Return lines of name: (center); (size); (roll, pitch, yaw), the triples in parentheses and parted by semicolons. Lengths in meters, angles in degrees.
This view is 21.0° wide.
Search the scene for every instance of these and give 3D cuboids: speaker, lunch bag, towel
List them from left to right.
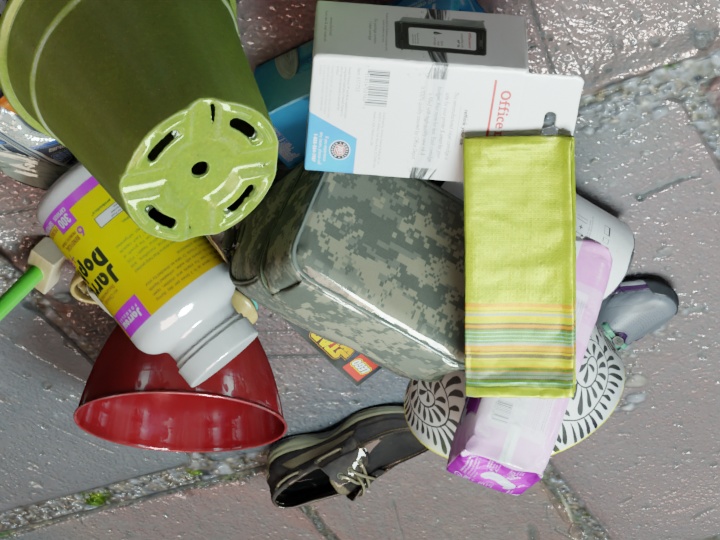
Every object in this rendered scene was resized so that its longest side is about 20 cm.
lunch bag: (0.000, 0.000, 1.573); (0.199, 0.140, 0.167); (29, 155, -19)
towel: (0.120, -0.001, 1.453); (0.085, 0.018, 0.202); (-2, 104, -1)
speaker: (0.136, -0.049, 1.645); (0.199, 0.082, 0.081); (28, 135, -26)

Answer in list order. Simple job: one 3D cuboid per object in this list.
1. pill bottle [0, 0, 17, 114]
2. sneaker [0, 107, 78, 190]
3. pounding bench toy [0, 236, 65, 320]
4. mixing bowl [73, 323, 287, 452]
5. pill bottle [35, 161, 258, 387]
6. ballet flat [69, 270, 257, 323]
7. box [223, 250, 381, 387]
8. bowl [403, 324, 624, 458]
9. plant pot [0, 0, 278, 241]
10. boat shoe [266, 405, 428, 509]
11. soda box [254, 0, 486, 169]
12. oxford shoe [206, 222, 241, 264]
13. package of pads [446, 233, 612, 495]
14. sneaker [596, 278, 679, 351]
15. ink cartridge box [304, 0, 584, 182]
pill bottle: (-0.329, -0.198, 1.500); (0.199, 0.107, 0.106); (31, 134, -28)
sneaker: (-0.316, -0.135, 1.608); (0.198, 0.078, 0.085); (11, 137, -22)
pounding bench toy: (-0.372, 0.026, 1.734); (0.198, 0.157, 0.125); (9, 140, -5)
mixing bowl: (-0.164, 0.093, 1.808); (0.198, 0.109, 0.200); (2, 160, 1)
pill bottle: (-0.175, -0.003, 1.622); (0.200, 0.104, 0.104); (51, 133, 4)
ballet flat: (-0.178, 0.029, 1.723); (0.199, 0.063, 0.069); (16, 146, 36)
box: (-0.009, 0.003, 1.711); (0.137, 0.040, 0.200); (-37, 131, 10)
bowl: (0.125, 0.067, 1.682); (0.199, 0.201, 0.095); (-6, 125, 13)
plant pot: (-0.149, -0.126, 1.442); (0.198, 0.190, 0.201); (-17, 134, -19)
boat shoe: (-0.008, 0.198, 1.963); (0.199, 0.074, 0.074); (-22, 133, 29)
soda box: (0.006, -0.156, 1.540); (0.199, 0.068, 0.064); (-21, 132, 29)
oxford shoe: (-0.116, -0.054, 1.694); (0.072, 0.072, 0.201); (-21, 140, -4)
package of pads: (0.135, 0.074, 1.553); (0.075, 0.202, 0.121); (20, 165, 0)
sneaker: (0.206, 0.078, 1.783); (0.199, 0.088, 0.074); (-24, 133, 31)
ink cartridge box: (0.061, -0.131, 1.455); (0.198, 0.068, 0.117); (5, 136, -2)
